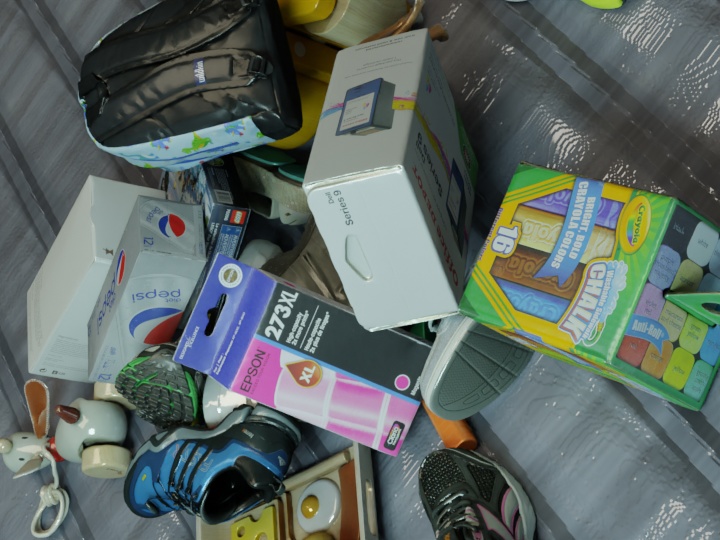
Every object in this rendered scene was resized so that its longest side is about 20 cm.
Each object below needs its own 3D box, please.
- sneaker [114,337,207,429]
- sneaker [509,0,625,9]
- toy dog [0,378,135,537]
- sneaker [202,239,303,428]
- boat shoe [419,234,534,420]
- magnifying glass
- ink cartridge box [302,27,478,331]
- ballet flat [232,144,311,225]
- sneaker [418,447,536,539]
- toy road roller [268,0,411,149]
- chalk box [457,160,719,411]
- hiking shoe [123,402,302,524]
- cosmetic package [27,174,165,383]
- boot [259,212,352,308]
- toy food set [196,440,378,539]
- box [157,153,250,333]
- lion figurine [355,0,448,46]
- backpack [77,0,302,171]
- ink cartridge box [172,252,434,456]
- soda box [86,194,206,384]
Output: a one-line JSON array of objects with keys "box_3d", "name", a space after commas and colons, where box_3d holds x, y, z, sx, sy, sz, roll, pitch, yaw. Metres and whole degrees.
[{"box_3d": [-0.169, 0.092, 1.436, 0.200, 0.077, 0.086, 108, -174, -76], "name": "sneaker"}, {"box_3d": [0.151, -0.275, 1.356, 0.199, 0.081, 0.075, 14, 80, 48], "name": "sneaker"}, {"box_3d": [-0.304, 0.165, 1.585, 0.199, 0.096, 0.133, -38, 48, 26], "name": "toy dog"}, {"box_3d": [-0.064, 0.056, 1.430, 0.114, 0.074, 0.202, -5, 53, 21], "name": "sneaker"}, {"box_3d": [0.106, 0.024, 1.264, 0.065, 0.074, 0.204, 23, 83, 54], "name": "boat shoe"}, {"box_3d": [0.048, 0.077, 1.332, 0.080, 0.022, 0.201, -46, 43, 18], "name": "magnifying glass"}, {"box_3d": [0.029, -0.073, 1.261, 0.087, 0.146, 0.201, -11, 35, 19], "name": "ink cartridge box"}, {"box_3d": [-0.067, -0.075, 1.504, 0.199, 0.067, 0.063, 27, 117, 52], "name": "ballet flat"}, {"box_3d": [0.087, 0.204, 1.177, 0.080, 0.086, 0.201, -47, 44, 15], "name": "sneaker"}, {"box_3d": [-0.055, -0.198, 1.501, 0.199, 0.122, 0.148, -7, 77, 44], "name": "toy road roller"}, {"box_3d": [0.193, 0.016, 1.137, 0.199, 0.124, 0.125, 20, 85, 49], "name": "chalk box"}, {"box_3d": [-0.139, 0.179, 1.365, 0.199, 0.074, 0.087, -29, 32, 35], "name": "hiking shoe"}, {"box_3d": [-0.263, 0.013, 1.582, 0.200, 0.084, 0.109, -50, 38, 43], "name": "cosmetic package"}, {"box_3d": [0.000, 0.000, 1.367, 0.130, 0.068, 0.200, 26, 67, 38], "name": "boot"}, {"box_3d": [-0.064, 0.229, 1.338, 0.199, 0.060, 0.145, -28, 53, 33], "name": "toy food set"}, {"box_3d": [-0.156, -0.054, 1.524, 0.201, 0.039, 0.138, -112, 37, -53], "name": "box"}, {"box_3d": [0.012, -0.162, 1.390, 0.122, 0.200, 0.073, -30, 66, -8], "name": "lion figurine"}, {"box_3d": [-0.156, -0.165, 1.426, 0.198, 0.154, 0.165, -16, 76, 9], "name": "backpack"}, {"box_3d": [-0.041, 0.068, 1.269, 0.096, 0.198, 0.037, -66, 15, 4], "name": "ink cartridge box"}, {"box_3d": [-0.199, 0.024, 1.465, 0.201, 0.063, 0.069, 120, 151, -44], "name": "soda box"}]
